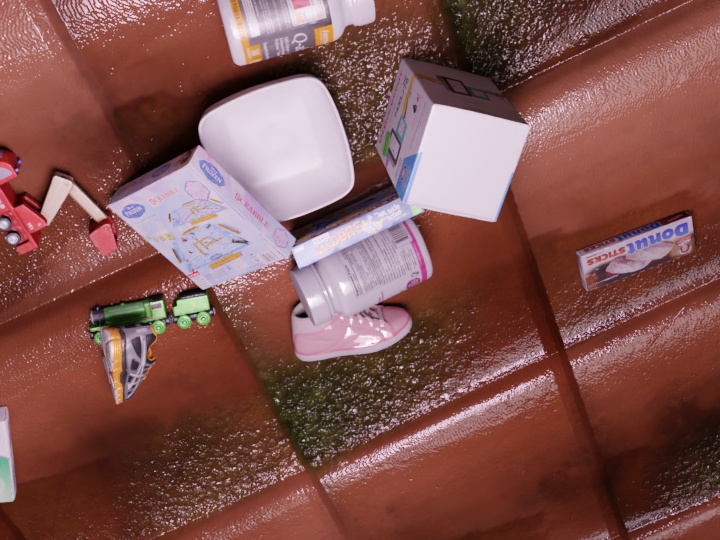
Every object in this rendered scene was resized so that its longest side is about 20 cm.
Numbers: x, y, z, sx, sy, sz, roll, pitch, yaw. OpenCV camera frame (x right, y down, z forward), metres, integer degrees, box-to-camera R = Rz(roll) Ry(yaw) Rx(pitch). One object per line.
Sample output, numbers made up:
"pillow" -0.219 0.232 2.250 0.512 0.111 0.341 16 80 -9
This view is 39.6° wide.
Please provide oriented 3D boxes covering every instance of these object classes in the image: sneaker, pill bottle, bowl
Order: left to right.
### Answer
"sneaker" -0.350 0.142 1.527 0.077 0.079 0.200 -18 158 -22
"bowl" -0.121 -0.179 1.435 0.198 0.075 0.201 -19 121 -1
"pill bottle" -0.087 -0.351 1.323 0.198 0.117 0.117 -15 121 -4
"sneaker" -0.018 0.076 1.598 0.198 0.076 0.106 -13 126 -1
"pill bottle" 0.000 0.000 1.524 0.198 0.113 0.114 -25 122 -9

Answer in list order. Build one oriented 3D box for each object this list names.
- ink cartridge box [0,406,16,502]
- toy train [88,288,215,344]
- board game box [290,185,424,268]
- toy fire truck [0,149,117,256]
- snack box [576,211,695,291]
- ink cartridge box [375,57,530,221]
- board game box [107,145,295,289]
"ink cartridge box" -0.658 0.299 1.592 0.197 0.050 0.163 -3 119 -14
"toy train" -0.325 0.069 1.546 0.197 0.042 0.057 -10 111 -7
"board game box" -0.009 -0.071 1.483 0.198 0.135 0.035 -25 103 0
"toy fire truck" -0.447 -0.094 1.421 0.140 0.049 0.201 -24 120 0
"snack box" 0.463 -0.032 1.680 0.198 0.024 0.072 -20 120 -1
"ink cartridge box" 0.124 -0.188 1.413 0.144 0.201 0.148 10 116 -16
"board game box" -0.228 -0.069 1.428 0.199 0.041 0.200 -18 129 40
